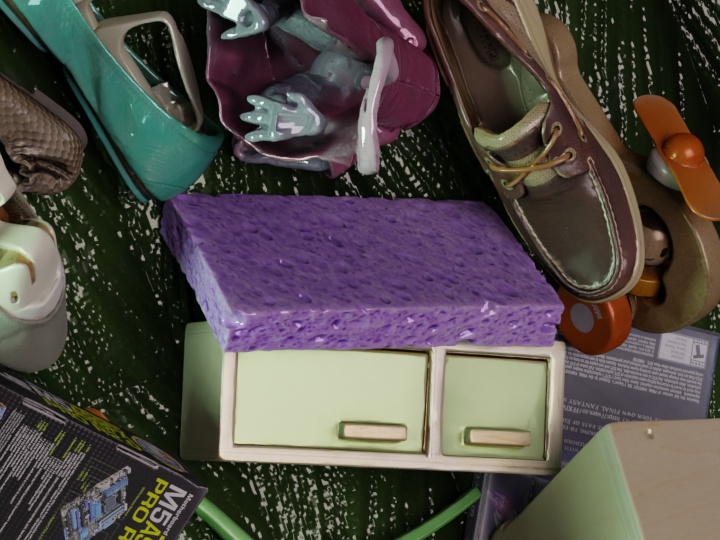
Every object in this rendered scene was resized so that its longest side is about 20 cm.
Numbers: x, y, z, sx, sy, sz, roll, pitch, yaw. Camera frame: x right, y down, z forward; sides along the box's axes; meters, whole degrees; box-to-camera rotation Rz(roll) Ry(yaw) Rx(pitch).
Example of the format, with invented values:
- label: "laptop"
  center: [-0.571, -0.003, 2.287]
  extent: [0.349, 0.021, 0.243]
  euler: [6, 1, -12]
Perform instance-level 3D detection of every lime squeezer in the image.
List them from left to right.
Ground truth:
- label: "lime squeezer"
  center: [-0.024, 0.148, 1.554]
  extent: [0.200, 0.038, 0.071]
  euler: [6, 57, -24]

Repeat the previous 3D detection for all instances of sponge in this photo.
- label: "sponge"
  center: [0.000, 0.000, 1.529]
  extent: [0.200, 0.112, 0.030]
  euler: [0, 125, -27]

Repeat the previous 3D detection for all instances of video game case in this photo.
- label: "video game case"
  center: [0.131, 0.120, 1.641]
  extent: [0.143, 0.019, 0.200]
  euler: [14, 83, -26]

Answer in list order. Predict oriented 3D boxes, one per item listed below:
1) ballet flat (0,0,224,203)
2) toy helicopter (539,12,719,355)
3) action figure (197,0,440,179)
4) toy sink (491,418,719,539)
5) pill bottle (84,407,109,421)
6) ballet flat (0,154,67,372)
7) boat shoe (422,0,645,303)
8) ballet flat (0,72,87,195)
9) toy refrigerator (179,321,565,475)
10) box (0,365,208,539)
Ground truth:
- label: "ballet flat"
  center: [-0.137, -0.128, 1.479]
  extent: [0.070, 0.067, 0.200]
  euler: [-34, 111, 7]
- label: "toy helicopter"
  center: [0.142, -0.060, 1.598]
  extent: [0.079, 0.132, 0.200]
  euler: [-22, 79, -38]
- label: "action figure"
  center: [0.000, -0.114, 1.509]
  extent: [0.200, 0.149, 0.134]
  euler: [7, 94, -59]
- label: "toy sink"
  center: [0.157, 0.169, 1.569]
  extent: [0.130, 0.200, 0.112]
  euler: [-1, 59, -26]
- label: "pill bottle"
  center: [-0.214, 0.123, 1.411]
  extent: [0.200, 0.106, 0.106]
  euler: [-13, 94, -28]
- label: "ballet flat"
  center: [-0.189, -0.023, 1.423]
  extent: [0.067, 0.064, 0.200]
  euler: [-55, 130, -34]
- label: "boat shoe"
  center: [0.088, -0.072, 1.541]
  extent: [0.072, 0.072, 0.200]
  euler: [-19, 87, -63]
- label: "ballet flat"
  center: [-0.223, -0.098, 1.438]
  extent: [0.200, 0.067, 0.046]
  euler: [38, 56, -27]
- label: "toy refrigerator"
  center: [0.009, 0.070, 1.540]
  extent: [0.200, 0.070, 0.076]
  euler: [5, 85, -23]
- label: "box"
  center: [-0.189, 0.149, 1.343]
  extent: [0.160, 0.044, 0.200]
  euler: [30, 94, -39]
